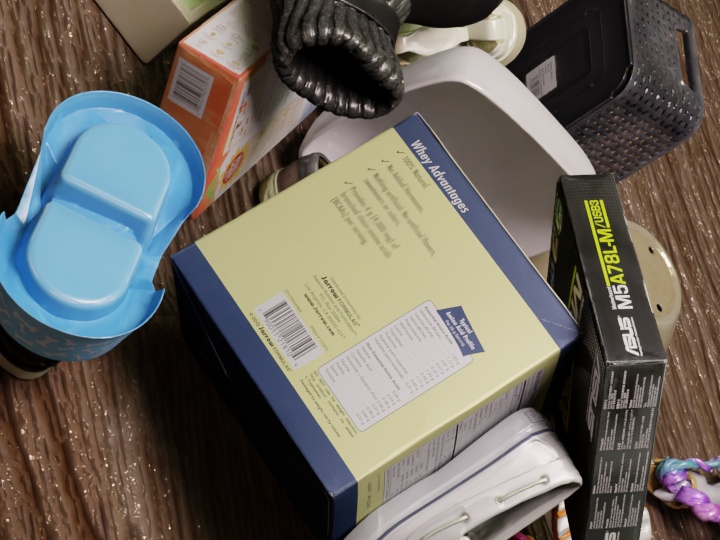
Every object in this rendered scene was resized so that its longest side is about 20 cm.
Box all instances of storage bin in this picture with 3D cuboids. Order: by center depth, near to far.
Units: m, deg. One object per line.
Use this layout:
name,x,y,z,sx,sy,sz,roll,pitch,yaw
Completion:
storage bin,0.193,-0.151,1.553,0.093,0.199,0.136,25,49,-33

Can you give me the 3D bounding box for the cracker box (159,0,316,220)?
cracker box,-0.081,-0.144,1.318,0.057,0.135,0.200,31,39,10

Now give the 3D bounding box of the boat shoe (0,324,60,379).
boat shoe,-0.186,-0.015,1.192,0.073,0.063,0.202,37,42,-15

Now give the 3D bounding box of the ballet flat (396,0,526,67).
ballet flat,0.077,-0.188,1.424,0.199,0.069,0.070,-13,75,-38

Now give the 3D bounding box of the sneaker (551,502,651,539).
sneaker,0.190,0.240,1.377,0.078,0.077,0.202,-15,93,-10

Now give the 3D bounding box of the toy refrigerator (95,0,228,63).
toy refrigerator,-0.187,-0.267,1.345,0.201,0.070,0.076,52,40,-5

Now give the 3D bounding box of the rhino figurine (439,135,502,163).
rhino figurine,0.050,-0.133,1.462,0.198,0.087,0.060,19,77,-6

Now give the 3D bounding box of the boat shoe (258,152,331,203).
boat shoe,0.000,-0.001,1.366,0.202,0.066,0.072,54,39,-4

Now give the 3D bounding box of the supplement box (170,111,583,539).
supplement box,0.009,0.043,1.193,0.199,0.135,0.201,-30,70,-15

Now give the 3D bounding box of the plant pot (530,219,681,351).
plant pot,0.191,0.029,1.489,0.199,0.134,0.202,24,51,-33

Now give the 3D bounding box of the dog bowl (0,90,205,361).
dog bowl,-0.171,-0.026,1.127,0.111,0.050,0.201,26,49,-10

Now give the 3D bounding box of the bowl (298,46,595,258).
bowl,0.074,-0.092,1.388,0.200,0.199,0.075,40,48,-30

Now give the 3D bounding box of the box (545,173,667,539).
box,0.161,0.069,1.212,0.047,0.201,0.194,-1,41,-2

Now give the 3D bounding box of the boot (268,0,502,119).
boot,0.023,-0.178,1.260,0.209,0.080,0.159,7,46,-24

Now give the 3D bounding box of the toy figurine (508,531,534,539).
toy figurine,0.067,0.174,1.292,0.200,0.150,0.185,18,41,-62

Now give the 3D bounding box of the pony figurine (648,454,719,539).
pony figurine,0.349,0.227,1.534,0.199,0.167,0.193,12,25,-36

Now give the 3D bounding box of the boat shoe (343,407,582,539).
boat shoe,0.056,0.174,1.156,0.067,0.200,0.074,52,7,29
